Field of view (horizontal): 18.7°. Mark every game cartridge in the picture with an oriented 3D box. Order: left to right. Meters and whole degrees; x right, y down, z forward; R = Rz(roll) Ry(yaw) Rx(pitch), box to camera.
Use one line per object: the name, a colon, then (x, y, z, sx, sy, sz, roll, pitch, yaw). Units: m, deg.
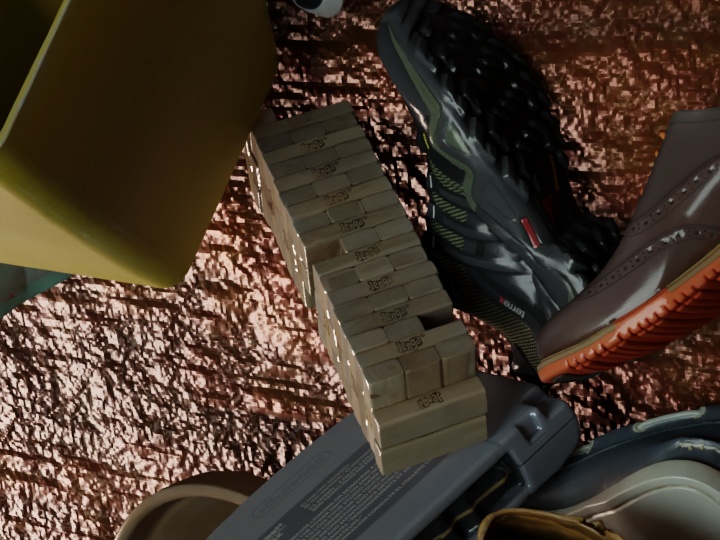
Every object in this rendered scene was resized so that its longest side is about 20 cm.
game cartridge: (-0.004, 0.120, 1.026, 0.133, 0.200, 0.041, 16, 141, 57)

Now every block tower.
block tower: (0.000, 0.000, 1.035, 0.054, 0.058, 0.200, 86, 163, -46)

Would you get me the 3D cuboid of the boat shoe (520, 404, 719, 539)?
boat shoe: (0.111, 0.110, 1.032, 0.075, 0.062, 0.200, 41, 141, -11)

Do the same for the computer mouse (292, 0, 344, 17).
computer mouse: (-0.045, -0.218, 1.051, 0.201, 0.044, 0.110, 64, 159, -6)

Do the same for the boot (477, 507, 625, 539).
boot: (0.138, 0.174, 0.969, 0.200, 0.071, 0.144, 22, 158, 9)

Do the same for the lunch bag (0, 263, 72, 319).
lunch bag: (-0.269, -0.071, 1.246, 0.200, 0.122, 0.171, 20, 134, 41)

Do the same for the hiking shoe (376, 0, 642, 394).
hiking shoe: (0.052, -0.029, 1.026, 0.101, 0.076, 0.201, -34, 84, 39)

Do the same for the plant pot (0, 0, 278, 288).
plant pot: (-0.152, -0.098, 1.030, 0.199, 0.201, 0.176, 7, 155, 35)

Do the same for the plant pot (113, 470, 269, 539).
plant pot: (-0.036, 0.193, 1.173, 0.200, 0.093, 0.202, 16, 117, 35)

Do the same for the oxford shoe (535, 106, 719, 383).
oxford shoe: (0.146, -0.026, 0.939, 0.200, 0.071, 0.073, -40, 72, 18)
